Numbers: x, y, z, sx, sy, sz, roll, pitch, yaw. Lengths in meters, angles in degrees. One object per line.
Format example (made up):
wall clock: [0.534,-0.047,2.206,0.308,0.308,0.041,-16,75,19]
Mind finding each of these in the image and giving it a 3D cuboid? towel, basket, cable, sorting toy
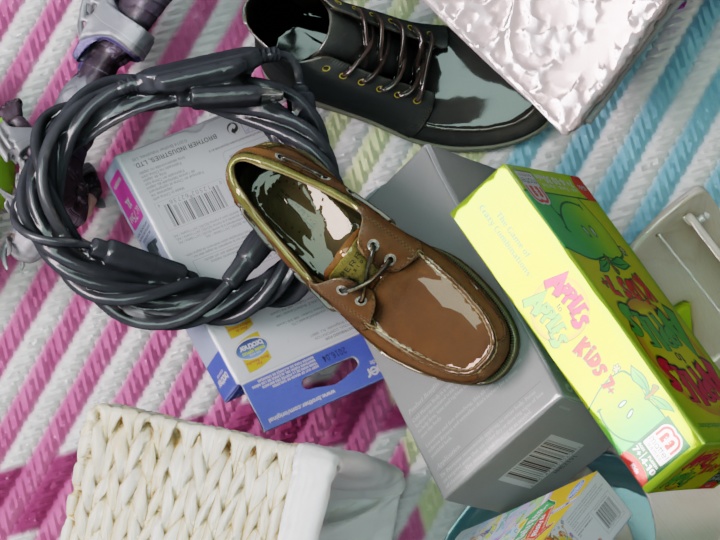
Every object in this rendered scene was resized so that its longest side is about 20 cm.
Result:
towel: [0.123,-0.215,1.589,0.191,0.032,0.200,47,116,21]
basket: [-0.084,0.191,1.564,0.160,0.200,0.199,12,85,13]
cable: [-0.111,-0.044,1.588,0.199,0.051,0.164,-14,93,-6]
sorting toy: [0.198,0.088,1.571,0.180,0.107,0.200,-37,69,3]

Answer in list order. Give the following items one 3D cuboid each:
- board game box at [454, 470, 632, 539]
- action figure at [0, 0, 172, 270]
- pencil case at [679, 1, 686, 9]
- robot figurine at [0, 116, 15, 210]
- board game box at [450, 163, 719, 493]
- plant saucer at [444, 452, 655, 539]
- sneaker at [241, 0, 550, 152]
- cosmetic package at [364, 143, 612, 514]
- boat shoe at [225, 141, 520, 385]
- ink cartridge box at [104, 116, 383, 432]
board game box: [0.054,0.202,1.471,0.034,0.134,0.200,50,49,-7]
action figure: [-0.182,-0.091,1.660,0.069,0.130,0.201,21,81,9]
pencil case: [0.152,-0.252,1.644,0.085,0.092,0.201,-21,78,3]
robot figurine: [-0.302,-0.040,1.678,0.200,0.116,0.175,-48,45,1]
board game box: [0.143,0.033,1.507,0.048,0.101,0.200,-42,69,21]
plant saucer: [0.140,0.212,1.609,0.199,0.027,0.201,-1,82,10]
sneaker: [0.023,-0.125,1.640,0.199,0.106,0.075,10,83,11]
cosmetic package: [0.068,0.035,1.575,0.107,0.090,0.200,-42,53,26]
boat shoe: [0.000,0.000,1.506,0.200,0.068,0.072,35,98,18]
ink cartridge box: [-0.063,-0.001,1.645,0.119,0.042,0.200,-23,74,-27]
